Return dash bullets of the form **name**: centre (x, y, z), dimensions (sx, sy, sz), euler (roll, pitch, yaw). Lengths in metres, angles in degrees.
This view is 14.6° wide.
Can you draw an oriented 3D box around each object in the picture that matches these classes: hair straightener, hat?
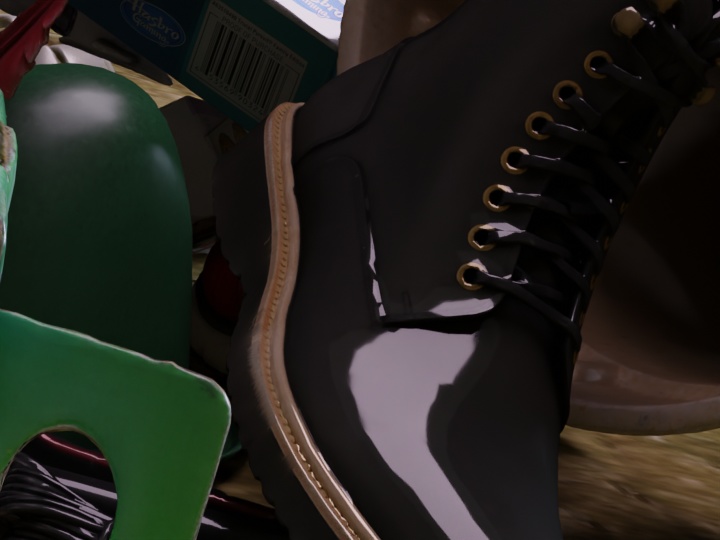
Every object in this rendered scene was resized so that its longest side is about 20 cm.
- **hair straightener**: centre (-0.074, 0.060, 0.611), dimensions (0.199, 0.041, 0.077), euler (22, 17, 10)
- **hat**: centre (-0.083, -0.052, 0.756), dimensions (0.165, 0.177, 0.200), euler (4, 15, -46)

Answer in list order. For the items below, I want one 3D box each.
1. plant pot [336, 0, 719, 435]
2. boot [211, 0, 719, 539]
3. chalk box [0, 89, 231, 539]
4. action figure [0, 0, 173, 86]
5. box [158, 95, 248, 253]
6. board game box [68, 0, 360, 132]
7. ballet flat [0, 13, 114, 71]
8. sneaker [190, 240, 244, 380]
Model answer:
- **plant pot**: centre (0.127, -0.045, 0.755), dimensions (0.200, 0.201, 0.183), euler (24, 5, 38)
- **boot**: centre (0.040, -0.009, 0.623), dimensions (0.077, 0.138, 0.200), euler (35, 22, -37)
- **chalk box**: centre (-0.125, 0.021, 0.475), dimensions (0.199, 0.125, 0.124), euler (15, 11, -11)
- **action figure**: centre (-0.061, -0.097, 0.905), dimensions (0.130, 0.069, 0.200), euler (43, 17, 25)
- **box**: centre (-0.048, -0.030, 0.969), dimensions (0.039, 0.042, 0.200), euler (-25, -4, 7)
- **board game box**: centre (-0.019, -0.133, 0.849), dimensions (0.151, 0.047, 0.200), euler (36, 43, 12)
- **ballet flat**: centre (-0.123, -0.056, 1.022), dimensions (0.068, 0.068, 0.200), euler (6, 15, -42)
- **sneaker**: centre (0.000, 0.000, 0.848), dimensions (0.077, 0.085, 0.200), euler (13, 4, -17)
